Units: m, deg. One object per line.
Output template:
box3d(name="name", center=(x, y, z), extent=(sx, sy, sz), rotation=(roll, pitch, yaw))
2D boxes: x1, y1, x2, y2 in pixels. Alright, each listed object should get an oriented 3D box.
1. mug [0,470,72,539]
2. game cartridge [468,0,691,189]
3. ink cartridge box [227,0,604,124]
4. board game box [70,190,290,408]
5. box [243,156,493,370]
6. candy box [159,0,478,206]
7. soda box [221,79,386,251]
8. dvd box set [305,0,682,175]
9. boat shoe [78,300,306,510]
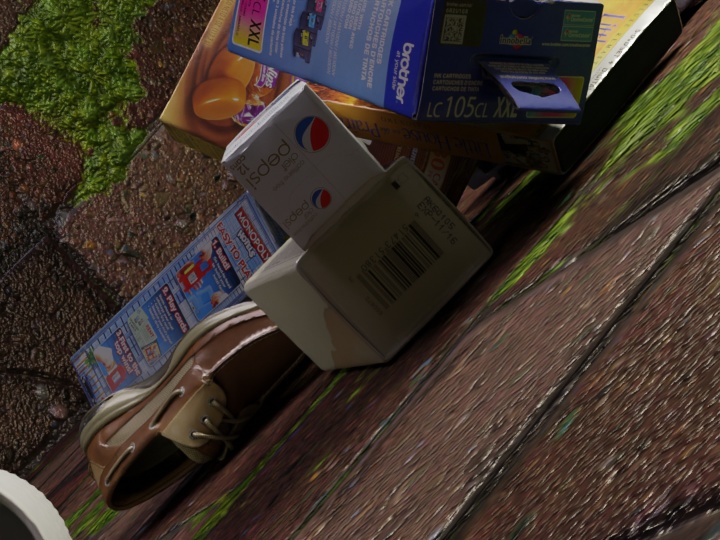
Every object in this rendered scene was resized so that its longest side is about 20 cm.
box3d(name="mug", center=(-0.249, 0.214, 1.341), extent=(0.175, 0.147, 0.201), rotation=(115, 170, -88))
box3d(name="game cartridge", center=(0.147, -0.131, 1.485), extent=(0.130, 0.038, 0.200), rotation=(-43, 3, -28))
box3d(name="ink cartridge box", center=(0.040, -0.133, 1.249), extent=(0.136, 0.077, 0.200), rotation=(-2, 17, -41))
box3d(name="board game box", center=(-0.072, 0.017, 1.553), extent=(0.199, 0.062, 0.200), rotation=(-12, -25, -40))
box3d(name="box", center=(0.000, 0.000, 1.321), extent=(0.095, 0.078, 0.200), rotation=(-45, 5, -9))
box3d(name="candy box", center=(-0.017, -0.104, 1.467), extent=(0.117, 0.199, 0.056), rotation=(-64, -12, -9))
box3d(name="soda box", center=(-0.034, -0.063, 1.267), extent=(0.064, 0.068, 0.200), rotation=(-43, 6, 2))
box3d(name="dvd box set", center=(0.077, -0.126, 1.363), extent=(0.199, 0.029, 0.146), rotation=(14, 49, 38))
box3d(name="boat shoe", center=(-0.105, 0.095, 1.489), extent=(0.200, 0.075, 0.074), rotation=(-38, 48, 27))
